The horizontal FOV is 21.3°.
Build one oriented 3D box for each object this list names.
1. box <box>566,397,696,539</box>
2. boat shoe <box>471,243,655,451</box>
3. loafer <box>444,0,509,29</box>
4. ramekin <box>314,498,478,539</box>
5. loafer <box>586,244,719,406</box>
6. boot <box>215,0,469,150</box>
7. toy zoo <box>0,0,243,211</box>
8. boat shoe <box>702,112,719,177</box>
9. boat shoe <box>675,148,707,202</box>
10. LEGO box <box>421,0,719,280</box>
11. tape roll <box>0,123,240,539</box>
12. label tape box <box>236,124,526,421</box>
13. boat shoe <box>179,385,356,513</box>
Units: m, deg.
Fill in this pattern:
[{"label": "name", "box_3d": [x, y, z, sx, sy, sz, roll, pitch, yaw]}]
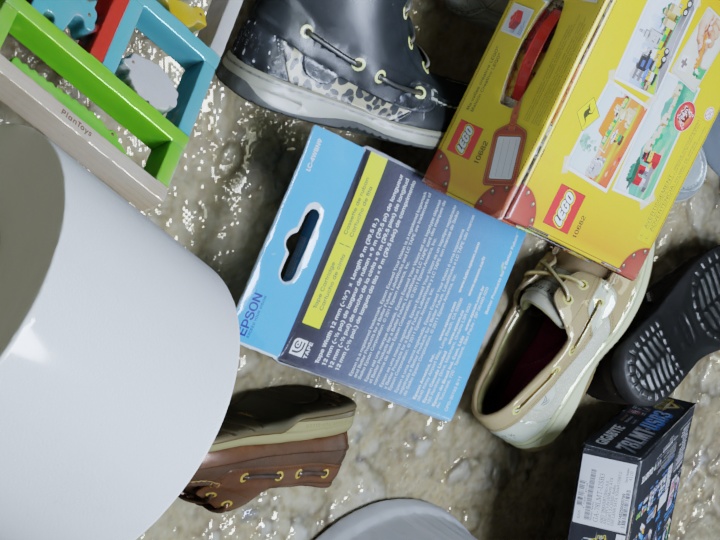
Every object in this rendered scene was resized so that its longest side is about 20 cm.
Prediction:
[{"label": "box", "box_3d": [0.187, 0.204, 1.388, 0.200, 0.050, 0.199, -22, 124, -68]}, {"label": "boat shoe", "box_3d": [0.141, 0.029, 1.338, 0.066, 0.074, 0.200, 25, 89, -46]}, {"label": "loafer", "box_3d": [0.111, -0.252, 1.224, 0.070, 0.070, 0.200, 27, 88, -49]}, {"label": "ramekin", "box_3d": [0.036, 0.267, 1.317, 0.200, 0.098, 0.201, -14, 113, -35]}, {"label": "loafer", "box_3d": [0.224, 0.037, 1.416, 0.200, 0.071, 0.073, -30, 103, -44]}, {"label": "boot", "box_3d": [0.023, -0.161, 1.168, 0.203, 0.073, 0.154, 8, 110, -36]}, {"label": "toy zoo", "box_3d": [-0.129, -0.147, 1.045, 0.131, 0.020, 0.200, 39, 50, -30]}, {"label": "boat shoe", "box_3d": [0.274, -0.167, 1.386, 0.086, 0.075, 0.202, -31, 112, -30]}, {"label": "boat shoe", "box_3d": [0.194, -0.101, 1.338, 0.201, 0.071, 0.070, 36, 81, -40]}, {"label": "LEGO box", "box_3d": [0.150, -0.112, 1.201, 0.149, 0.077, 0.200, 23, 95, -46]}, {"label": "tape roll", "box_3d": [-0.181, 0.044, 1.003, 0.139, 0.203, 0.203, 40, 79, -39]}, {"label": "label tape box", "box_3d": [0.000, 0.000, 1.223, 0.200, 0.066, 0.144, 23, 89, -39]}, {"label": "boat shoe", "box_3d": [-0.086, 0.119, 1.188, 0.200, 0.072, 0.068, -6, 106, -40]}]
